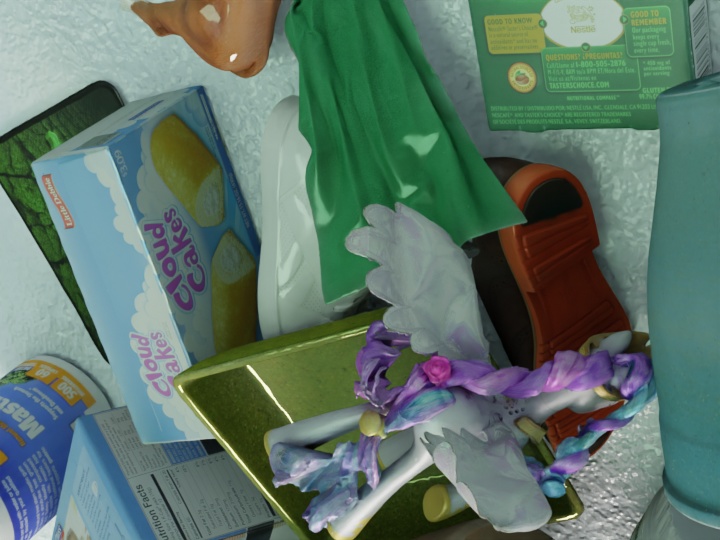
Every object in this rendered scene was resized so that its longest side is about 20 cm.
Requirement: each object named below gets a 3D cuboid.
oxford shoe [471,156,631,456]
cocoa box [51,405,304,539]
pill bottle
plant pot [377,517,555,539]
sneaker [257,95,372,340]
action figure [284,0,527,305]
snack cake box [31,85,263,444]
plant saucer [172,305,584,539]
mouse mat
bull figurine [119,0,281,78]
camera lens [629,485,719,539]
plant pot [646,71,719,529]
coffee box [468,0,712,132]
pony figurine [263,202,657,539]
[{"bbox_3d":[0.108,0.022,0.781,0.072,0.071,0.202,29,139,54],"label":"oxford shoe"},{"bbox_3d":[-0.140,0.204,0.966,0.134,0.130,0.202,52,138,34],"label":"cocoa box"},{"bbox_3d":[-0.287,0.161,1.018,0.111,0.200,0.113,15,124,24],"label":"pill bottle"},{"bbox_3d":[0.049,0.232,0.778,0.200,0.200,0.175,43,136,4],"label":"plant pot"},{"bbox_3d":[0.000,0.000,0.820,0.114,0.074,0.202,15,123,29],"label":"sneaker"},{"bbox_3d":[0.006,-0.094,0.737,0.117,0.055,0.202,-20,76,7],"label":"action figure"},{"bbox_3d":[-0.123,-0.004,0.866,0.066,0.115,0.202,-7,112,29],"label":"snack cake box"},{"bbox_3d":[0.016,0.094,0.831,0.197,0.048,0.201,-15,128,25],"label":"plant saucer"},{"bbox_3d":[-0.182,-0.026,0.968,0.160,0.008,0.202,-20,106,39],"label":"mouse mat"},{"bbox_3d":[-0.077,-0.211,0.752,0.121,0.065,0.202,30,123,25],"label":"bull figurine"},{"bbox_3d":[0.214,0.218,0.750,0.159,0.160,0.202,25,128,18],"label":"camera lens"},{"bbox_3d":[0.217,-0.006,0.606,0.198,0.199,0.191,-9,99,36],"label":"plant pot"},{"bbox_3d":[0.110,-0.171,0.666,0.122,0.044,0.202,2,118,31],"label":"coffee box"},{"bbox_3d":[0.047,0.072,0.684,0.199,0.192,0.168,-32,62,32],"label":"pony figurine"}]
